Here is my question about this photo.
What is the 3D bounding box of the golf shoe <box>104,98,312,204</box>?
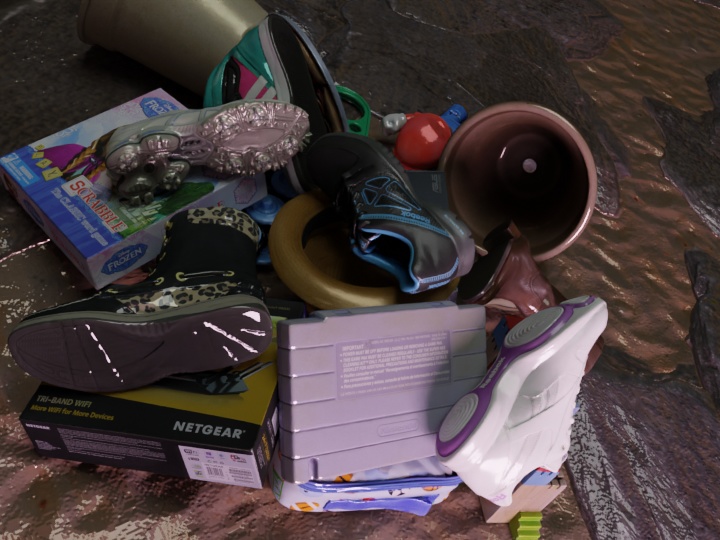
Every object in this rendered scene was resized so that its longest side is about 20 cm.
[{"bbox_3d":[-0.148,-0.136,0.744,0.196,0.079,0.098,-14,40,-15],"label":"golf shoe"}]

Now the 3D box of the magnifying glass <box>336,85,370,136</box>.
[{"bbox_3d":[-0.007,-0.187,1.068,0.078,0.023,0.202,-1,48,-28],"label":"magnifying glass"}]

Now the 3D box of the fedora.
[{"bbox_3d":[0.000,0.000,0.756,0.197,0.083,0.202,10,40,-8],"label":"fedora"}]

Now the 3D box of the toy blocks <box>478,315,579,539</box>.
[{"bbox_3d":[0.154,0.142,0.749,0.098,0.138,0.202,7,47,-20],"label":"toy blocks"}]

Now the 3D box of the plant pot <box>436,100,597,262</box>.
[{"bbox_3d":[0.215,-0.127,1.014,0.199,0.202,0.174,35,25,8],"label":"plant pot"}]

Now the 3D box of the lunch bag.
[{"bbox_3d":[0.008,0.146,0.720,0.196,0.076,0.162,4,50,-22],"label":"lunch bag"}]

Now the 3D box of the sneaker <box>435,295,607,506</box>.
[{"bbox_3d":[0.151,0.109,0.664,0.100,0.075,0.200,46,78,-12],"label":"sneaker"}]

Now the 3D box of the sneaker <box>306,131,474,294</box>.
[{"bbox_3d":[0.012,-0.057,0.702,0.199,0.074,0.081,40,46,26],"label":"sneaker"}]

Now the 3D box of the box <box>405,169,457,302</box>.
[{"bbox_3d":[0.026,-0.036,0.886,0.154,0.052,0.202,1,46,1],"label":"box"}]

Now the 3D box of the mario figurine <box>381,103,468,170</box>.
[{"bbox_3d":[0.102,-0.174,1.088,0.122,0.108,0.199,6,20,31],"label":"mario figurine"}]

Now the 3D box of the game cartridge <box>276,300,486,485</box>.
[{"bbox_3d":[0.023,0.095,0.648,0.197,0.038,0.132,-2,88,-31],"label":"game cartridge"}]

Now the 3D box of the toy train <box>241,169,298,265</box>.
[{"bbox_3d":[-0.134,-0.060,0.839,0.113,0.088,0.200,26,44,12],"label":"toy train"}]

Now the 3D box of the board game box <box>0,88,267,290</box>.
[{"bbox_3d":[-0.231,-0.094,0.782,0.198,0.042,0.199,-33,54,-29],"label":"board game box"}]

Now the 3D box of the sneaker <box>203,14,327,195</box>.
[{"bbox_3d":[-0.110,-0.159,0.835,0.083,0.119,0.204,9,63,-57],"label":"sneaker"}]

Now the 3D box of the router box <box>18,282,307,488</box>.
[{"bbox_3d":[-0.155,0.090,0.651,0.196,0.053,0.159,5,43,11],"label":"router box"}]

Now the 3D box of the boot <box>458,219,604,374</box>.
[{"bbox_3d":[0.201,0.056,0.861,0.201,0.064,0.187,54,35,-8],"label":"boot"}]

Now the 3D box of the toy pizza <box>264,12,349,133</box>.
[{"bbox_3d":[-0.075,-0.210,0.936,0.031,0.201,0.201,-29,64,-16],"label":"toy pizza"}]

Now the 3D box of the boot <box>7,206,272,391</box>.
[{"bbox_3d":[-0.174,0.018,0.644,0.199,0.074,0.155,-7,37,-3],"label":"boot"}]

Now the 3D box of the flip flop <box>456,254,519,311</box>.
[{"bbox_3d":[0.143,0.011,0.925,0.196,0.058,0.082,2,48,-24],"label":"flip flop"}]

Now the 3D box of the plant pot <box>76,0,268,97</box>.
[{"bbox_3d":[-0.221,-0.321,0.976,0.182,0.201,0.202,33,42,-9],"label":"plant pot"}]
